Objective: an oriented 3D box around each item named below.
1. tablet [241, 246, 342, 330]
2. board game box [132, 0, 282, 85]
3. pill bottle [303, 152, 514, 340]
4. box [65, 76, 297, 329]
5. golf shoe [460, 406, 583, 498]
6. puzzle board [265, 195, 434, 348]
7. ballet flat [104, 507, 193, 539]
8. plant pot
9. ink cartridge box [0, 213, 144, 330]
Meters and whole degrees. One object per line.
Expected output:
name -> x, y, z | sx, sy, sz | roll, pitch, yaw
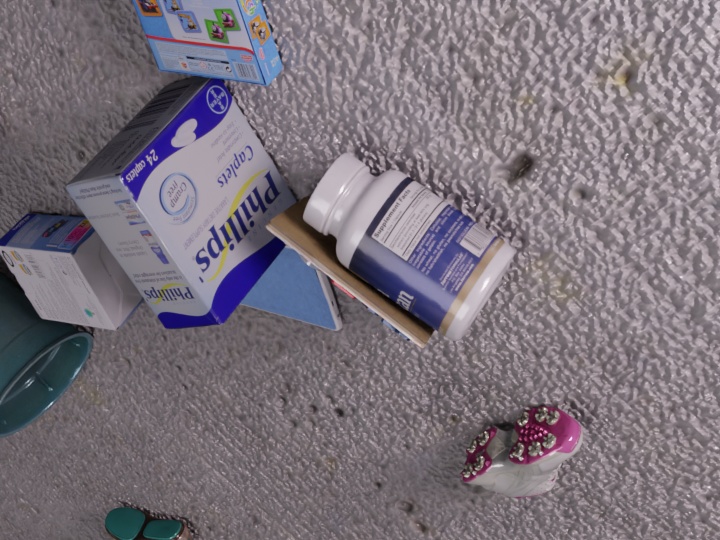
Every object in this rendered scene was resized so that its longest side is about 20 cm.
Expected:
tablet -> -0.116, 0.004, 1.643 | 0.198, 0.014, 0.131 | 14, 138, 34
board game box -> -0.170, -0.282, 1.351 | 0.150, 0.037, 0.202 | 13, 138, 33
pill bottle -> 0.045, -0.029, 1.367 | 0.199, 0.111, 0.112 | 34, 146, 8
box -> -0.181, -0.072, 1.469 | 0.104, 0.184, 0.201 | -5, 127, 44
golf shoe -> 0.198, 0.209, 1.541 | 0.091, 0.076, 0.199 | 32, 151, -17
puzzle board -> 0.000, 0.000, 1.426 | 0.199, 0.151, 0.017 | 38, 108, 3
ballet flat -> -0.360, 0.455, 2.340 | 0.198, 0.068, 0.068 | 5, 141, 42
plant pot -> -0.533, 0.106, 2.011 | 0.196, 0.200, 0.201 | 40, 147, 12
ink cartridge box -> -0.402, -0.001, 1.853 | 0.198, 0.077, 0.138 | 4, 132, 39
